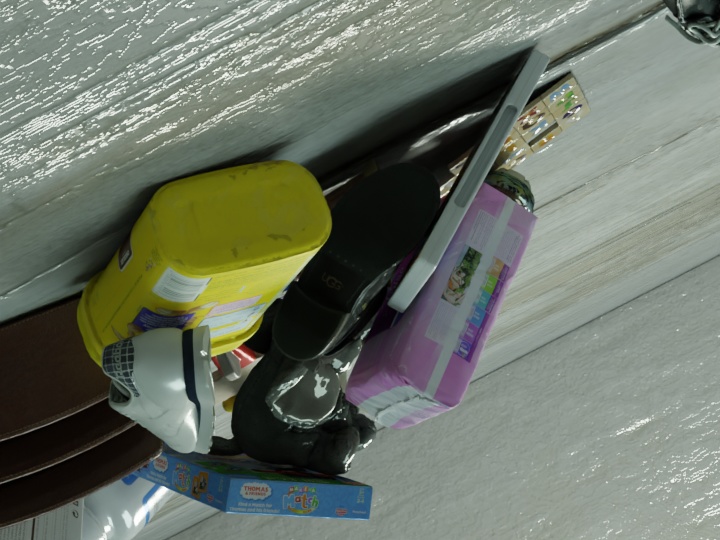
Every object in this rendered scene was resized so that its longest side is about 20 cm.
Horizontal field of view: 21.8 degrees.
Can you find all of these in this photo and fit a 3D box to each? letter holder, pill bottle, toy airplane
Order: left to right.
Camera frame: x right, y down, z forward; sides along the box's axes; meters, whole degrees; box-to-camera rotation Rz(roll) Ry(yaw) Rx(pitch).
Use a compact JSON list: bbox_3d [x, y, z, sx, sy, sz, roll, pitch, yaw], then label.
[{"bbox_3d":[-0.260,0.117,1.514,0.200,0.142,0.101,-22,169,-24],"label":"letter holder"},{"bbox_3d":[-0.249,0.209,1.919,0.200,0.112,0.112,-47,-176,-37],"label":"pill bottle"},{"bbox_3d":[-0.106,0.107,1.857,0.199,0.141,0.200,-18,167,-38],"label":"toy airplane"}]

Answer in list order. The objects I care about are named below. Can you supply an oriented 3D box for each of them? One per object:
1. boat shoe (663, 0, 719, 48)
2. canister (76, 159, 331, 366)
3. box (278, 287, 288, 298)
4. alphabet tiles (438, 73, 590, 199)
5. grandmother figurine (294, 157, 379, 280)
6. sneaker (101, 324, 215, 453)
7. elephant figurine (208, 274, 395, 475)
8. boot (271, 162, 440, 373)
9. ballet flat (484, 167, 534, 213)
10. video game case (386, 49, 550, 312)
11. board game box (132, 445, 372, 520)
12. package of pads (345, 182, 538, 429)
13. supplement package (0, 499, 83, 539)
[{"bbox_3d":[0.269,-0.206,1.433,0.074,0.068,0.199,-29,170,10],"label":"boat shoe"},{"bbox_3d":[-0.120,-0.001,1.420,0.148,0.087,0.200,-13,163,-28],"label":"canister"},{"bbox_3d":[-0.023,-0.027,1.711,0.200,0.032,0.121,-30,170,11],"label":"box"},{"bbox_3d":[0.119,-0.100,1.683,0.200,0.008,0.167,-37,169,7],"label":"alphabet tiles"},{"bbox_3d":[-0.063,-0.022,1.575,0.200,0.061,0.121,-25,143,6],"label":"grandmother figurine"},{"bbox_3d":[-0.151,0.090,1.425,0.080,0.076,0.200,-6,156,-5],"label":"sneaker"},{"bbox_3d":[-0.049,0.080,1.711,0.155,0.141,0.200,-45,148,-42],"label":"elephant figurine"},{"bbox_3d":[0.000,0.000,1.531,0.200,0.069,0.174,-51,171,5],"label":"boot"},{"bbox_3d":[0.125,-0.059,1.726,0.074,0.074,0.200,-24,168,-16],"label":"ballet flat"},{"bbox_3d":[0.085,-0.069,1.492,0.200,0.017,0.143,-60,180,-18],"label":"video game case"},{"bbox_3d":[-0.105,0.198,1.753,0.151,0.037,0.200,7,180,-32],"label":"board game box"},{"bbox_3d":[0.067,0.032,1.588,0.120,0.076,0.200,-26,-143,61],"label":"package of pads"},{"bbox_3d":[-0.353,0.221,1.606,0.121,0.120,0.200,-31,133,30],"label":"supplement package"}]
